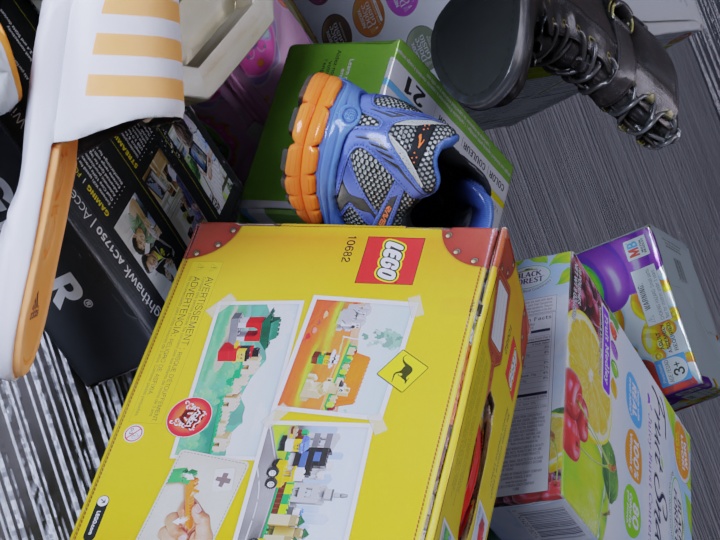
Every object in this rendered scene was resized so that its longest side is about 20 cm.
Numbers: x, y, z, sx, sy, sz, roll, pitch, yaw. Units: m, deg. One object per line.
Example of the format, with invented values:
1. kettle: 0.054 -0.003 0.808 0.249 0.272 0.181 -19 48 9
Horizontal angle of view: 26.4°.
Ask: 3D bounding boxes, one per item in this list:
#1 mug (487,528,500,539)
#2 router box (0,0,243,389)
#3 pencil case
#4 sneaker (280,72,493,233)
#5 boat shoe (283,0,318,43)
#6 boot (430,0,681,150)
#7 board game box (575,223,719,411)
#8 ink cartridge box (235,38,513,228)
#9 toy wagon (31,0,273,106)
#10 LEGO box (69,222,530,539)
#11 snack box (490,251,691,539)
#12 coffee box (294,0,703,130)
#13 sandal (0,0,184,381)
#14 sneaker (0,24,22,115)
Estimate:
1. mug: 0.062 0.156 0.861 0.185 0.113 0.154 40 43 -51
2. router box: -0.140 -0.071 0.705 0.201 0.051 0.150 58 26 -24
3. pencil case: -0.081 -0.131 0.852 0.200 0.087 0.088 53 26 -36
4. sneaker: 0.028 -0.017 0.728 0.076 0.078 0.200 -69 154 -16
5. boat shoe: -0.045 -0.111 0.967 0.201 0.063 0.073 56 -1 -42
6. boot: 0.126 -0.125 0.884 0.174 0.069 0.201 36 38 -26
7. board game box: 0.122 0.060 0.985 0.105 0.198 0.104 15 56 -63
8. ink cartridge box: 0.000 0.000 0.833 0.148 0.075 0.202 39 60 -50
9. toy wagon: -0.112 -0.174 0.685 0.201 0.039 0.156 55 49 -26
10. LEGO box: -0.021 0.078 0.642 0.078 0.147 0.201 70 29 -46
11. snack box: 0.125 0.105 0.819 0.200 0.052 0.143 51 38 -44
12. coffee box: 0.081 -0.215 1.081 0.199 0.197 0.202 -16 84 -45
13. sandal: -0.100 -0.056 0.606 0.079 0.059 0.209 -116 -143 -82
14. sneaker: -0.217 -0.112 0.546 0.200 0.092 0.076 46 -19 -4
